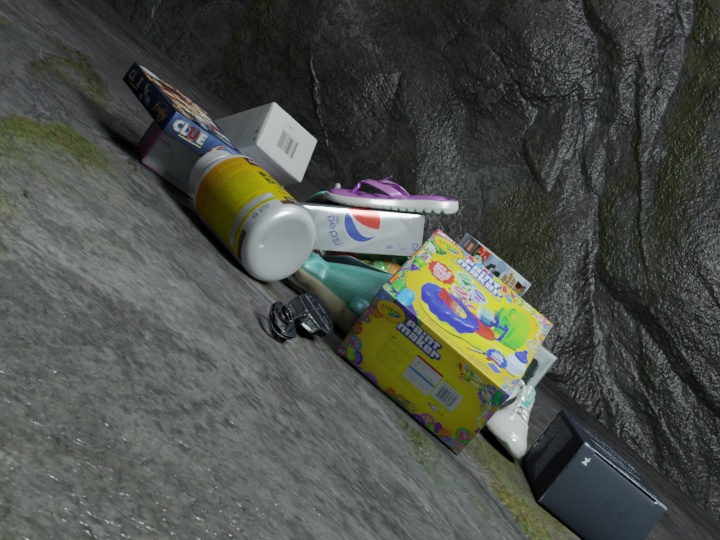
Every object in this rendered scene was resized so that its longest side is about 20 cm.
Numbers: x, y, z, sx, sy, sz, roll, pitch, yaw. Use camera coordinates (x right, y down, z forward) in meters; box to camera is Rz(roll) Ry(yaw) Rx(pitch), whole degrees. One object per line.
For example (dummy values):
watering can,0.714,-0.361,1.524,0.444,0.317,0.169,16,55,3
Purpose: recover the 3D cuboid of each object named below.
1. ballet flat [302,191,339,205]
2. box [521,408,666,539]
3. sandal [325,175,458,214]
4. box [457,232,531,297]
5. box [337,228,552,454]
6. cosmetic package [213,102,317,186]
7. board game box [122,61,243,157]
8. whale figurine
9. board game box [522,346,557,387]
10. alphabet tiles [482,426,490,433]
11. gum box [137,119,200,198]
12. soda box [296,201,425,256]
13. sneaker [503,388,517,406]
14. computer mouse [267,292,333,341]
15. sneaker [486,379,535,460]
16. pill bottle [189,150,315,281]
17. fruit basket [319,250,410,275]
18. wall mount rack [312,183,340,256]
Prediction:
ballet flat,-0.096,-0.061,1.745,0.067,0.070,0.199,-1,-15,-31
box,0.319,0.297,1.565,0.147,0.105,0.200,39,6,-2
sandal,0.047,-0.116,1.662,0.199,0.051,0.082,6,6,-5
box,0.145,0.062,1.661,0.136,0.201,0.040,34,7,-38
box,0.110,0.085,1.422,0.199,0.123,0.193,39,34,4
cosmetic package,-0.179,-0.186,1.781,0.198,0.086,0.107,-5,-34,45
board game box,-0.254,-0.219,1.612,0.135,0.035,0.200,33,10,-40
whale figurine,-0.004,0.031,1.573,0.199,0.104,0.159,40,6,-9
board game box,0.200,0.138,1.842,0.199,0.148,0.064,39,8,13
alphabet tiles,0.116,0.172,1.706,0.195,0.015,0.199,43,7,36
gum box,-0.232,-0.144,1.674,0.199,0.066,0.114,36,7,-22
soda box,-0.008,-0.061,1.647,0.196,0.065,0.068,4,6,-20
sneaker,0.164,0.124,1.619,0.198,0.109,0.068,18,24,-22
computer mouse,-0.076,0.061,1.303,0.059,0.034,0.200,56,13,6
sneaker,0.231,0.212,1.692,0.076,0.088,0.200,51,8,-13
pill bottle,-0.150,-0.080,1.482,0.109,0.110,0.200,32,9,-48
fruit basket,0.000,0.000,1.717,0.198,0.095,0.184,28,-16,-37
wall mount rack,-0.089,-0.092,1.851,0.200,0.074,0.176,43,-28,36
